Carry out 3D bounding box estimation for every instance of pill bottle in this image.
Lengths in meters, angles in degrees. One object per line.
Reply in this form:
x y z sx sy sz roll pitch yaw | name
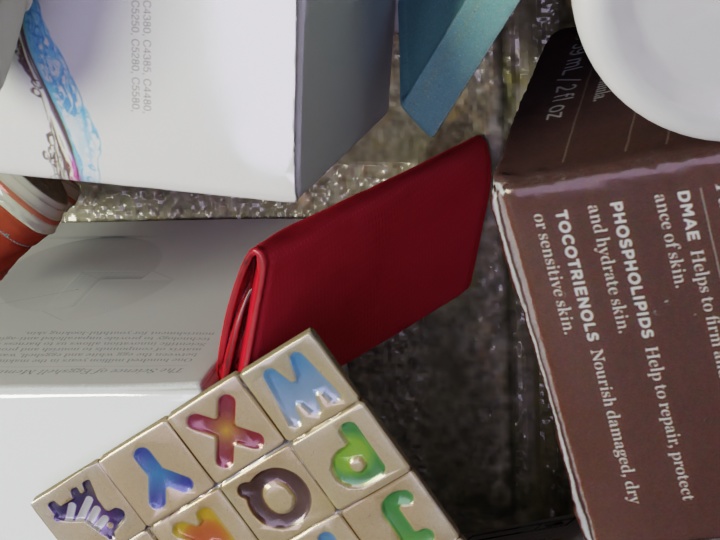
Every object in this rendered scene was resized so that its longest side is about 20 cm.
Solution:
0.131 -0.140 0.905 0.115 0.200 0.116 1 120 1 | pill bottle

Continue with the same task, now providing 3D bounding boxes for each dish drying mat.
0.000 0.000 0.999 0.018 0.200 0.077 22 115 23 | dish drying mat

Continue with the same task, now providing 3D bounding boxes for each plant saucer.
0.056 -0.134 0.875 0.019 0.070 0.200 13 142 -18 | plant saucer

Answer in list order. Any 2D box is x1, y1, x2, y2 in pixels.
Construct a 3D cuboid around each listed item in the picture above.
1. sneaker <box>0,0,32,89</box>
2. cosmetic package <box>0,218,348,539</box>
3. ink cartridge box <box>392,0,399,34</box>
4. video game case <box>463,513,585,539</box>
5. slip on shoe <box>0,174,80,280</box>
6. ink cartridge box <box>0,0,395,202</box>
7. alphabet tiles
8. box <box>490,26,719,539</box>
-0.104 -0.139 0.795 0.084 0.073 0.201 15 108 13 | sneaker
-0.124 0.067 1.054 0.199 0.200 0.123 -1 109 16 | cosmetic package
-0.061 -0.152 1.023 0.199 0.084 0.145 -17 103 20 | ink cartridge box
-0.001 0.145 1.059 0.199 0.182 0.023 -12 91 19 | video game case
-0.160 -0.033 1.032 0.074 0.200 0.061 43 93 -12 | slip on shoe
-0.097 -0.121 0.917 0.199 0.147 0.147 6 108 13 | ink cartridge box
-0.053 0.137 0.950 0.200 0.008 0.167 -32 105 15 | alphabet tiles
0.175 -0.010 0.957 0.199 0.166 0.165 -10 114 17 | box
